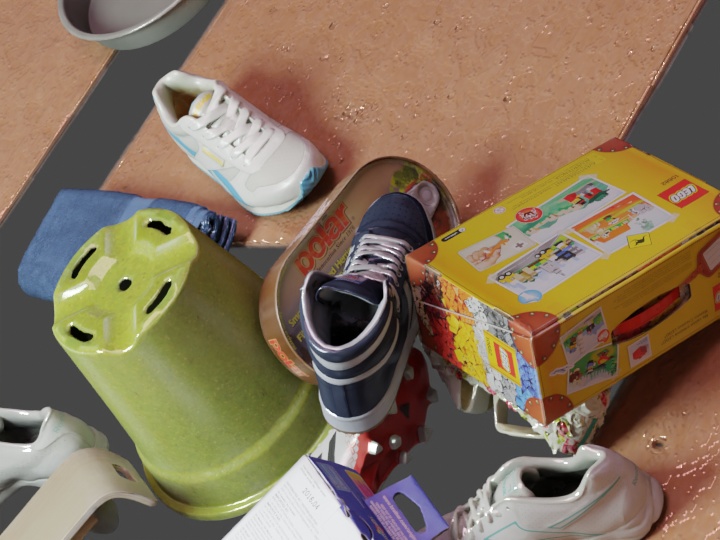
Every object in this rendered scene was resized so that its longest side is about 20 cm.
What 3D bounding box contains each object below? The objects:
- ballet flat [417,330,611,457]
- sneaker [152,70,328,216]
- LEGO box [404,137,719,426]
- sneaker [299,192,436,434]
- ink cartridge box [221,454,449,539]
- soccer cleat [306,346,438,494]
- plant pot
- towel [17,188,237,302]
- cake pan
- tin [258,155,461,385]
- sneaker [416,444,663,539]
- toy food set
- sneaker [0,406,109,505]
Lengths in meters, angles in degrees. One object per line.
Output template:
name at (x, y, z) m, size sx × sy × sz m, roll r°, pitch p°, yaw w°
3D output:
ballet flat at (0.098, 0.080, 1.653) m, size 0.200 × 0.075 × 0.064 m, roll 27°, pitch 108°, yaw 52°
sneaker at (-0.107, -0.109, 1.957) m, size 0.077 × 0.081 × 0.199 m, roll -50°, pitch 43°, yaw -12°
LEGO box at (0.155, 0.003, 1.606) m, size 0.199 × 0.078 × 0.149 m, roll -29°, pitch 36°, yaw -23°
sneaker at (0.008, 0.005, 1.643) m, size 0.069 × 0.109 × 0.201 m, roll 4°, pitch 55°, yaw 15°
ink cartridge box at (-0.029, 0.223, 1.570) m, size 0.200 × 0.076 × 0.137 m, roll -47°, pitch 58°, yaw 14°
soccer cleat at (-0.011, 0.143, 1.677) m, size 0.085 × 0.069 × 0.201 m, roll 9°, pitch 70°, yaw 40°
plant pot at (-0.132, 0.057, 1.758) m, size 0.199 × 0.184 × 0.202 m, roll -20°, pitch 46°, yaw 22°
towel at (-0.201, -0.011, 1.972) m, size 0.199 × 0.049 × 0.112 m, roll 10°, pitch 63°, yaw 42°
cake pan at (-0.200, -0.290, 2.214) m, size 0.199 × 0.037 × 0.201 m, roll -21°, pitch 46°, yaw 23°
tin at (0.000, 0.000, 1.742) m, size 0.042 × 0.112 × 0.200 m, roll -19°, pitch 27°, yaw 54°
sneaker at (0.101, 0.164, 1.568) m, size 0.199 × 0.080 × 0.071 m, roll -24°, pitch 46°, yaw 22°
toy food set at (-0.239, 0.232, 1.774) m, size 0.200 × 0.060 × 0.143 m, roll -50°, pitch 18°, yaw -3°
sneaker at (-0.307, 0.149, 1.889) m, size 0.199 × 0.089 × 0.076 m, roll -19°, pitch 47°, yaw 25°
